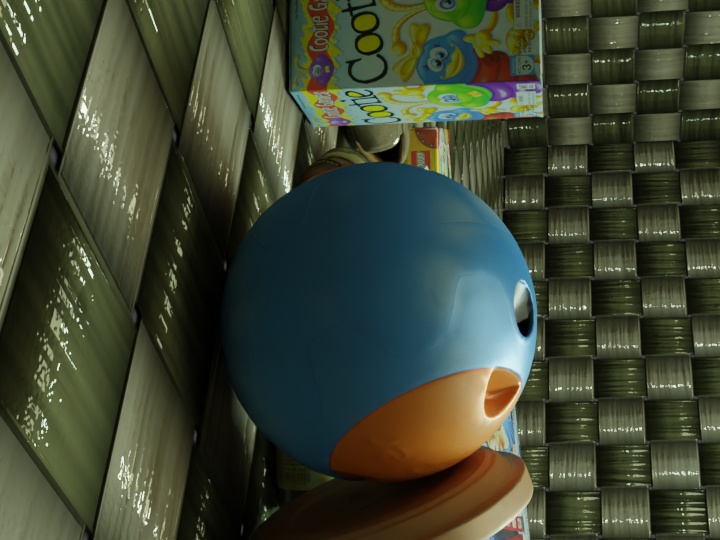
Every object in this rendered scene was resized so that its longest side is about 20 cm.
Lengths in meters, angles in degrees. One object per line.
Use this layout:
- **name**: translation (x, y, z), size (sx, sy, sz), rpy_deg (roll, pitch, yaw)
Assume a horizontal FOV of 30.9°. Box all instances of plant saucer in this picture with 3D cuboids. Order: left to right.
- **plant saucer**: translation (0.011, 0.155, 0.830), size (0.200, 0.199, 0.033), rpy_deg (-37, 108, -78)

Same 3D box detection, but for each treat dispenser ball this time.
- **treat dispenser ball**: translation (0.011, 0.032, 0.819), size (0.201, 0.199, 0.203), rpy_deg (-1, 90, -80)

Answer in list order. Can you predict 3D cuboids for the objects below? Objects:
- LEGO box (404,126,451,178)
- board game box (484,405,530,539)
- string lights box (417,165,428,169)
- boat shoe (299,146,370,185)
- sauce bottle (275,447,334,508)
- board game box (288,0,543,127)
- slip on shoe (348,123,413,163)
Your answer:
- **LEGO box**: translation (0.062, -0.061, 1.486), size (0.149, 0.076, 0.202), rpy_deg (-31, 119, -79)
- **board game box**: translation (0.069, 0.180, 1.055), size (0.199, 0.061, 0.202), rpy_deg (26, 55, -55)
- **string lights box**: translation (0.050, 0.018, 1.194), size (0.103, 0.059, 0.201), rpy_deg (-42, 116, -42)
- **boat shoe**: translation (0.000, 0.000, 1.091), size (0.068, 0.072, 0.201), rpy_deg (-37, 108, -52)
- **sauce bottle**: translation (-0.033, 0.076, 0.955), size (0.065, 0.064, 0.202), rpy_deg (-17, 106, -80)
- **board game box**: translation (0.049, -0.183, 1.067), size (0.105, 0.198, 0.104), rpy_deg (47, 43, -76)
- **slip on shoe**: translation (0.017, -0.146, 1.263), size (0.200, 0.075, 0.061), rpy_deg (72, 11, -81)
